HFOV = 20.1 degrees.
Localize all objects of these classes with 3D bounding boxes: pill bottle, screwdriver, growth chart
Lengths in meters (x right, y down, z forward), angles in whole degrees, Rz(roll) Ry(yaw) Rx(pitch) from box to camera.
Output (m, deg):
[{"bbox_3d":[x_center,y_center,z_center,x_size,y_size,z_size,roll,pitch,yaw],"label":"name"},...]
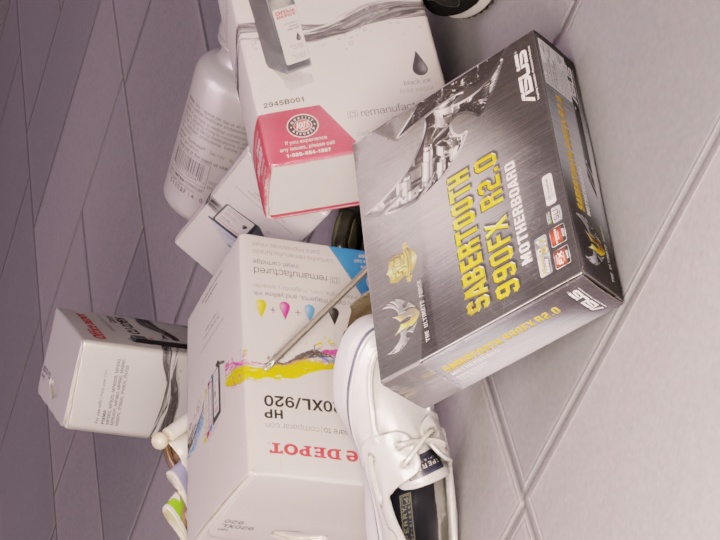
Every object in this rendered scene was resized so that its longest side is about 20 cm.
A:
[{"bbox_3d":[-0.103,-0.143,1.848,0.114,0.114,0.201,-115,37,-57],"label":"pill bottle"},{"bbox_3d":[0.000,0.000,1.463,0.200,0.028,0.029,-41,44,-5],"label":"screwdriver"},{"bbox_3d":[-0.105,0.197,1.593,0.018,0.145,0.201,-12,98,33],"label":"growth chart"}]

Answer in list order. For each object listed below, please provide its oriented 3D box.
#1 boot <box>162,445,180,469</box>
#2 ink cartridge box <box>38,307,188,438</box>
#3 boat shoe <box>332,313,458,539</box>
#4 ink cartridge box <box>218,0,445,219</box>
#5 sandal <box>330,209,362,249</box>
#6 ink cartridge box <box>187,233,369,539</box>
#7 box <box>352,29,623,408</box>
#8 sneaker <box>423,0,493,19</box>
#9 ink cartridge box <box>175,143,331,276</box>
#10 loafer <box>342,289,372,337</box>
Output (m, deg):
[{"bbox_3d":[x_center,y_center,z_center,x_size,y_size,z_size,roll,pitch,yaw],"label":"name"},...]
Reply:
[{"bbox_3d":[-0.131,0.182,1.887,0.076,0.073,0.200,-55,38,29],"label":"boot"},{"bbox_3d":[-0.177,0.098,1.829,0.144,0.199,0.084,-149,69,-69],"label":"ink cartridge box"},{"bbox_3d":[0.035,0.127,1.383,0.065,0.073,0.201,20,129,55],"label":"boat shoe"},{"bbox_3d":[-0.019,-0.153,1.507,0.085,0.145,0.201,96,163,-62],"label":"ink cartridge box"},{"bbox_3d":[-0.046,0.025,1.680,0.201,0.057,0.080,118,171,-48],"label":"sandal"},{"bbox_3d":[-0.042,0.101,1.530,0.145,0.147,0.201,126,146,-53],"label":"ink cartridge box"},{"bbox_3d":[0.076,-0.034,1.297,0.158,0.048,0.200,-29,48,29],"label":"box"},{"bbox_3d":[0.069,-0.240,1.438,0.200,0.090,0.070,146,129,-65],"label":"sneaker"},{"bbox_3d":[-0.053,-0.081,1.638,0.147,0.086,0.200,-52,3,-29],"label":"ink cartridge box"},{"bbox_3d":[0.056,0.012,1.409,0.200,0.076,0.068,-28,50,52],"label":"loafer"}]
